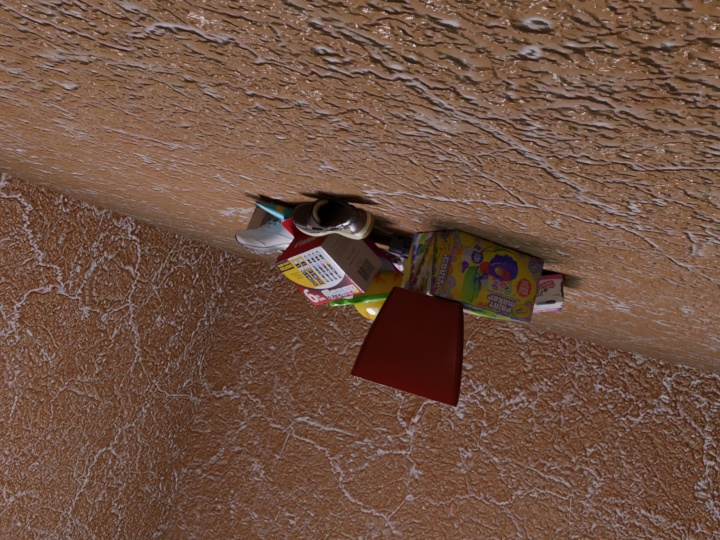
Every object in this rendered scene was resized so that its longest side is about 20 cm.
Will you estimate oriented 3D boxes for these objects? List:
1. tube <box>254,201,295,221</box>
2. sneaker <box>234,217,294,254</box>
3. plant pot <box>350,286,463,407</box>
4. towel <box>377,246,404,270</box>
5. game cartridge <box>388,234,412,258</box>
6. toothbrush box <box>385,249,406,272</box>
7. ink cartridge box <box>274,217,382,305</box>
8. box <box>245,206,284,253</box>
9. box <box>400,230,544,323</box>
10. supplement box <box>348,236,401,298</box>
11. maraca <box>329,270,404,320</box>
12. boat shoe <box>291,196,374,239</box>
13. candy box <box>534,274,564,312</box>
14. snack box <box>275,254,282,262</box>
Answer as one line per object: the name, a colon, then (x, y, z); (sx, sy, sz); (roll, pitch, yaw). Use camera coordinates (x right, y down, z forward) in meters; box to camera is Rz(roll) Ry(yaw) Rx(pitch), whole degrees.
tube: (-0.131, -0.112, 1.557); (0.195, 0.052, 0.077); (20, 179, 2)
sneaker: (-0.187, -0.086, 1.614); (0.195, 0.089, 0.074); (-3, -156, -26)
plant pot: (0.110, 0.138, 1.358); (0.195, 0.181, 0.200); (15, 174, 11)
towel: (0.013, -0.048, 1.743); (0.196, 0.030, 0.146); (25, 178, 10)
game cartridge: (0.159, -0.033, 1.615); (0.195, 0.039, 0.130); (15, 172, 2)
toothbrush box: (0.016, 0.012, 1.923); (0.195, 0.149, 0.086); (15, 175, 14)
ink cartridge box: (-0.082, -0.029, 1.465); (0.176, 0.085, 0.198); (46, 149, -17)
box: (-0.169, -0.076, 1.727); (0.197, 0.079, 0.095); (25, 178, -28)
box: (0.211, 0.013, 1.395); (0.196, 0.125, 0.192); (17, 175, -21)
supplement box: (0.000, 0.000, 1.639); (0.102, 0.103, 0.200); (0, 145, 45)
maraca: (0.034, 0.057, 1.532); (0.195, 0.110, 0.137); (-7, 175, -13)
boat shoe: (-0.061, -0.103, 1.304); (0.197, 0.075, 0.064); (6, 160, 43)
candy box: (0.369, 0.055, 1.561); (0.133, 0.063, 0.200); (-5, 172, 12)
snack box: (-0.164, -0.014, 1.738); (0.071, 0.025, 0.200); (24, 177, -9)
